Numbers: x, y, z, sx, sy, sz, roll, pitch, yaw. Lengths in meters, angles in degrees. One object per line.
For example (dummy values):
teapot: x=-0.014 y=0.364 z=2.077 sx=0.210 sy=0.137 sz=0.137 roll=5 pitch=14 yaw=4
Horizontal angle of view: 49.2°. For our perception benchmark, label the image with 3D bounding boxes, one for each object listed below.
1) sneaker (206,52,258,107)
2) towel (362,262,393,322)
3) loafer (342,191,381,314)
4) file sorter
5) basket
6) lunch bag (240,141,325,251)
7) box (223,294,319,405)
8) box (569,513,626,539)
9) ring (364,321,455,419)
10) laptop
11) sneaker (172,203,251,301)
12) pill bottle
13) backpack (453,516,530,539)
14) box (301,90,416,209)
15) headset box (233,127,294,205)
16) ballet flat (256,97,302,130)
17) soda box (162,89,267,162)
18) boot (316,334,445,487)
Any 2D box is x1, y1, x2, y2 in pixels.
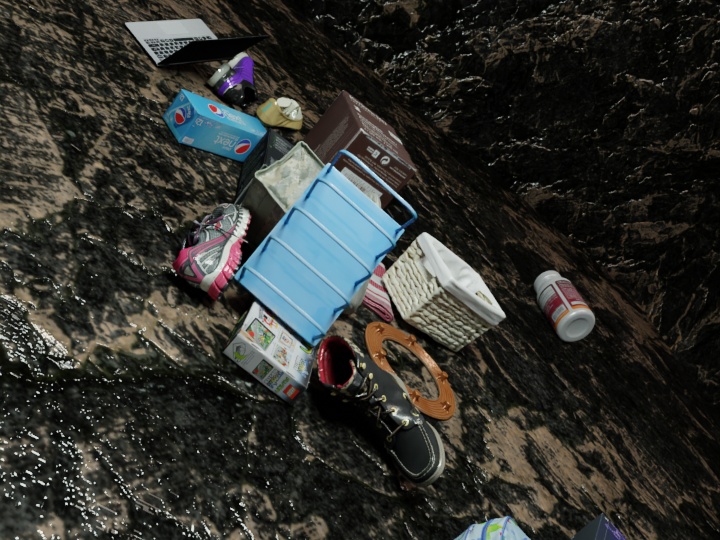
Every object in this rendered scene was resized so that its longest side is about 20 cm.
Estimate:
sneaker: x=-0.254 y=-0.394 z=1.669 sx=0.100 sy=0.069 sz=0.201 roll=45 pitch=24 yaw=-12
towel: x=0.000 y=0.000 z=1.429 sx=0.143 sy=0.023 sz=0.201 roll=38 pitch=21 yaw=-20
loafer: x=-0.007 y=-0.028 z=1.275 sx=0.069 sy=0.203 sz=0.070 roll=12 pitch=-14 yaw=21
file sorter: x=-0.041 y=-0.029 z=0.989 sx=0.138 sy=0.201 sz=0.123 roll=40 pitch=-14 yaw=-5
basket: x=0.152 y=0.047 z=1.455 sx=0.199 sy=0.123 sz=0.136 roll=32 pitch=23 yaw=-43
lunch bag: x=-0.076 y=-0.050 z=1.137 sx=0.117 sy=0.164 sz=0.201 roll=-40 pitch=88 yaw=-29
box: x=-0.107 y=0.082 z=1.036 sx=0.110 sy=0.035 sz=0.201 roll=40 pitch=20 yaw=-11
box: x=0.361 y=0.460 z=1.130 sx=0.141 sy=0.079 sz=0.199 roll=45 pitch=20 yaw=13
ring: x=0.086 y=0.158 z=1.284 sx=0.199 sy=0.019 sz=0.201 roll=37 pitch=21 yaw=-16
laptop: x=-0.317 y=-0.464 z=1.519 sx=0.186 sy=0.116 sz=0.201 roll=-20 pitch=63 yaw=-44
sneaker: x=-0.196 y=-0.043 z=1.050 sx=0.074 sy=0.081 sz=0.201 roll=29 pitch=22 yaw=-17
pill bottle: x=0.563 y=0.094 z=2.196 sx=0.112 sy=0.113 sz=0.201 roll=30 pitch=25 yaw=-33
backpack: x=0.169 y=0.375 z=0.863 sx=0.199 sy=0.155 sz=0.163 roll=35 pitch=24 yaw=15
box: x=-0.011 y=-0.241 z=1.677 sx=0.165 sy=0.164 sz=0.201 roll=30 pitch=23 yaw=-31
headset box: x=-0.120 y=-0.137 z=1.363 sx=0.173 sy=0.093 sz=0.201 roll=35 pitch=21 yaw=-21
ballet flat: x=-0.164 y=-0.351 z=1.752 sx=0.069 sy=0.063 sz=0.200 roll=45 pitch=19 yaw=5
soda box: x=-0.246 y=-0.248 z=1.384 sx=0.068 sy=0.064 sz=0.199 roll=52 pitch=21 yaw=26
boot: x=0.023 y=0.175 z=1.011 sx=0.150 sy=0.073 sz=0.201 roll=43 pitch=13 yaw=-37
